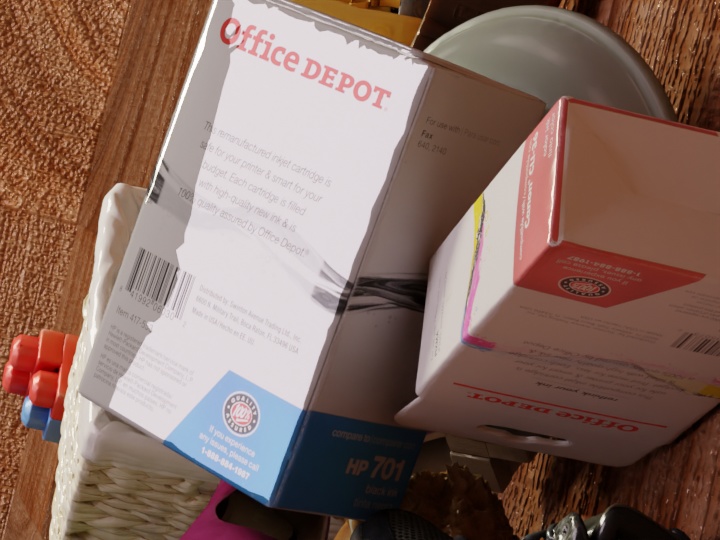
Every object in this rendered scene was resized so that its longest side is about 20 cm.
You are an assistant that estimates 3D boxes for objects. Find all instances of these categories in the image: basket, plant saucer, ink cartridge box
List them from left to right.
[{"bbox_3d":[-0.070,0.085,1.550,0.200,0.198,0.161,-90,15,-45],"label":"basket"},{"bbox_3d":[-0.024,-0.009,1.183,0.146,0.086,0.200,26,97,44],"label":"ink cartridge box"},{"bbox_3d":[0.055,-0.023,1.210,0.200,0.050,0.201,-7,80,43],"label":"plant saucer"},{"bbox_3d":[0.095,0.012,1.078,0.200,0.116,0.068,129,151,-61],"label":"ink cartridge box"}]

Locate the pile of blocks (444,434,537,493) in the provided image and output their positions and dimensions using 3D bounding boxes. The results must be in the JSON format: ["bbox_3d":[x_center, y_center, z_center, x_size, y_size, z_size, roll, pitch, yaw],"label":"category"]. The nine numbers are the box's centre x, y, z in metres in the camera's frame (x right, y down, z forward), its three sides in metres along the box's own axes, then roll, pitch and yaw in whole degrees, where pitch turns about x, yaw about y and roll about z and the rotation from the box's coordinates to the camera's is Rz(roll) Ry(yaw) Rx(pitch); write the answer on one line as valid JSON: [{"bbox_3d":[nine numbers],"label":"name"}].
[{"bbox_3d":[0.089,0.007,1.278,0.062,0.082,0.200,8,95,34],"label":"pile of blocks"}]

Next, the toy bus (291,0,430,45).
[{"bbox_3d":[-0.025,-0.085,1.617,0.200,0.135,0.192,-61,-22,-83],"label":"toy bus"}]

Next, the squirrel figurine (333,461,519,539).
[{"bbox_3d":[0.025,0.175,1.255,0.200,0.141,0.187,-47,19,38],"label":"squirrel figurine"}]

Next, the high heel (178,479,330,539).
[{"bbox_3d":[-0.036,0.108,1.199,0.096,0.067,0.200,-53,11,-7],"label":"high heel"}]

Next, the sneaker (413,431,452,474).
[{"bbox_3d":[-0.035,0.071,1.398,0.073,0.200,0.114,96,167,-45],"label":"sneaker"}]

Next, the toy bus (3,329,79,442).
[{"bbox_3d":[-0.141,0.074,1.834,0.200,0.192,0.136,119,161,-46],"label":"toy bus"}]

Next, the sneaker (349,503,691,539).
[{"bbox_3d":[0.073,0.127,1.083,0.199,0.076,0.114,39,109,52],"label":"sneaker"}]

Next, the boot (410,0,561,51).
[{"bbox_3d":[0.070,-0.145,1.413,0.200,0.075,0.107,-63,-1,-9],"label":"boot"}]
